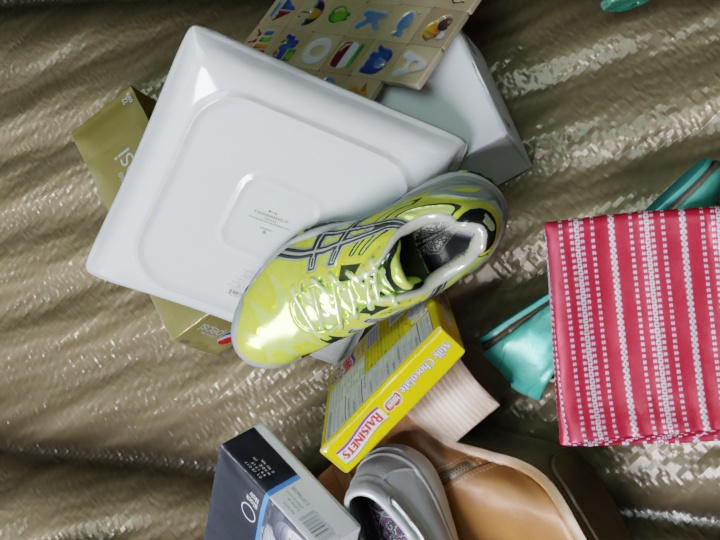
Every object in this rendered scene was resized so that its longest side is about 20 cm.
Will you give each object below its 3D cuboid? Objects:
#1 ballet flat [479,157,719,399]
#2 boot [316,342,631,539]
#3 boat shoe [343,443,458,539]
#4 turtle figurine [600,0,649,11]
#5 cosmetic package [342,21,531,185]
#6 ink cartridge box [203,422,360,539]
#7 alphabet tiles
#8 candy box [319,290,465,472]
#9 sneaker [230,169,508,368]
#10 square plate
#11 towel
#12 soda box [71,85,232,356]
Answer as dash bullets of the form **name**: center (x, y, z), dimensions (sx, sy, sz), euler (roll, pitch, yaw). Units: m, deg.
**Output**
- **ballet flat**: center (0.171, 0.013, 0.921), dimensions (0.200, 0.067, 0.070), euler (-40, 88, 11)
- **boot**: center (0.072, 0.164, 0.922), dimensions (0.155, 0.074, 0.200), euler (-45, 76, 23)
- **boat shoe**: center (0.043, 0.207, 0.875), dimensions (0.072, 0.068, 0.201), euler (-9, 106, 30)
- **turtle figurine**: center (0.175, -0.287, 0.966), dimensions (0.149, 0.100, 0.201), euler (-30, 80, 45)
- **cosmetic package**: center (0.010, -0.077, 1.006), dimensions (0.199, 0.074, 0.102), euler (-27, 67, 14)
- **ink cartridge box**: center (-0.059, 0.199, 0.914), dimensions (0.099, 0.039, 0.201), euler (41, 140, 28)
- **alphabet tiles**: center (-0.002, -0.181, 1.025), dimensions (0.199, 0.006, 0.167), euler (16, 66, 45)
- **candy box**: center (0.019, 0.059, 0.906), dimensions (0.026, 0.200, 0.102), euler (41, 97, -6)
- **sneaker**: center (0.000, 0.000, 0.897), dimensions (0.199, 0.076, 0.076), euler (-32, 99, 11)
- **square plate**: center (-0.058, -0.037, 0.941), dimensions (0.199, 0.199, 0.028), euler (-61, 17, 26)
- **towel**: center (0.216, 0.033, 0.866), dimensions (0.199, 0.022, 0.146), euler (-4, 90, 8)
- **soda box**: center (-0.141, -0.038, 1.066), dimensions (0.064, 0.068, 0.201), euler (-36, 65, 13)
